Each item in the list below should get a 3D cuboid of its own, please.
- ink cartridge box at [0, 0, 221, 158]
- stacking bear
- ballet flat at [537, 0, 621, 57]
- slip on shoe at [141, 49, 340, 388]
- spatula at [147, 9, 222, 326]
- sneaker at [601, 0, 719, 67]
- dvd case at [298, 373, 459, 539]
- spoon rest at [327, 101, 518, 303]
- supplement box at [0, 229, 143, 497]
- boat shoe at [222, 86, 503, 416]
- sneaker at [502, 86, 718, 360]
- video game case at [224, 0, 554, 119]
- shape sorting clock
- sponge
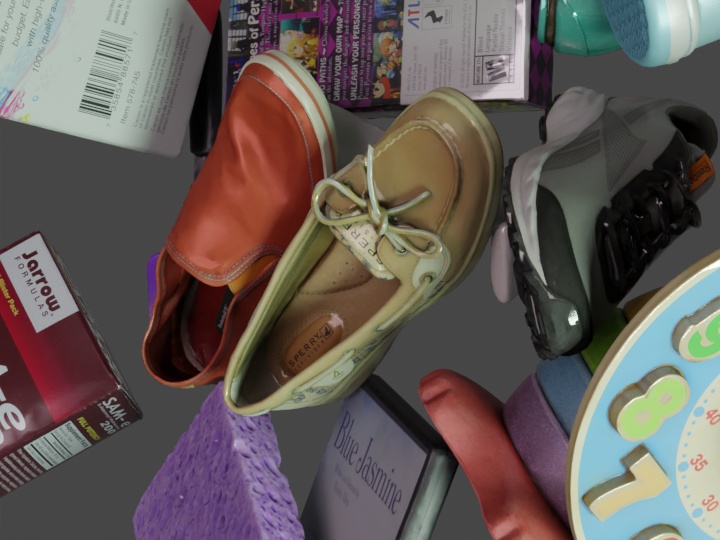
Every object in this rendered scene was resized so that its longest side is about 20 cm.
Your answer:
[{"bbox_3d":[-0.191,-0.158,1.039,0.144,0.199,0.146,21,96,45],"label":"ink cartridge box"},{"bbox_3d":[0.146,0.052,0.893,0.200,0.114,0.122,-37,51,10],"label":"stacking bear"},{"bbox_3d":[0.125,-0.201,0.965,0.070,0.067,0.202,3,86,6],"label":"ballet flat"},{"bbox_3d":[-0.062,-0.018,0.995,0.074,0.061,0.201,40,129,23],"label":"slip on shoe"},{"bbox_3d":[-0.087,-0.049,1.087,0.056,0.021,0.201,-2,82,19],"label":"spatula"},{"bbox_3d":[0.161,-0.202,0.903,0.130,0.080,0.201,-14,97,-9],"label":"sneaker"},{"bbox_3d":[-0.013,0.159,0.974,0.143,0.017,0.201,-142,71,-71],"label":"dvd case"},{"bbox_3d":[0.009,-0.032,1.010,0.199,0.060,0.100,17,119,36],"label":"spoon rest"},{"bbox_3d":[-0.233,0.077,1.092,0.199,0.061,0.109,-30,69,-4],"label":"supplement box"},{"bbox_3d":[0.000,0.000,0.943,0.073,0.063,0.200,45,128,20],"label":"boat shoe"},{"bbox_3d":[0.111,-0.030,0.883,0.079,0.200,0.074,-3,118,20],"label":"sneaker"},{"bbox_3d":[0.015,-0.178,1.033,0.180,0.036,0.201,-1,84,30],"label":"video game case"},{"bbox_3d":[0.179,0.071,0.833,0.201,0.199,0.039,-60,29,11],"label":"shape sorting clock"},{"bbox_3d":[-0.064,0.162,0.985,0.112,0.030,0.201,-55,35,30],"label":"sponge"}]
